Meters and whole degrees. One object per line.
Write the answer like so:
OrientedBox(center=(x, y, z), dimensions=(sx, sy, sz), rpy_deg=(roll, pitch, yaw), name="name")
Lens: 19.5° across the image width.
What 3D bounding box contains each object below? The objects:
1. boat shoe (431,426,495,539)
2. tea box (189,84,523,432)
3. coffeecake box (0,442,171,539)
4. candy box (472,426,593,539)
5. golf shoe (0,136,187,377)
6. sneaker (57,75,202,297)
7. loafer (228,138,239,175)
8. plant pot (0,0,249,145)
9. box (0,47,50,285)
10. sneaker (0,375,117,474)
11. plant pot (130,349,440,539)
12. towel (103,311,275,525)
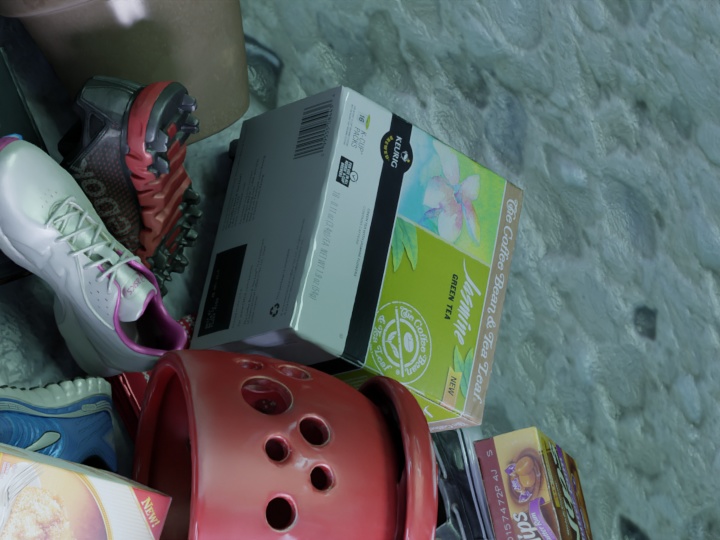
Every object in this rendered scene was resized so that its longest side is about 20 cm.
OrientedBox(center=(0.071, 0.217, 1.672), dimensions=(0.070, 0.072, 0.202), rpy_deg=(0, 66, -27), name="boat shoe")
OrientedBox(center=(0.000, 0.000, 1.595), dimensions=(0.196, 0.133, 0.202), rpy_deg=(27, 64, -35), name="tea box")
OrientedBox(center=(-0.237, 0.187, 1.318), dimensions=(0.199, 0.073, 0.155), rpy_deg=(20, 86, -38), name="coffeecake box")
OrientedBox(center=(0.147, 0.201, 1.684), dimensions=(0.200, 0.056, 0.118), rpy_deg=(37, 39, -70), name="candy box")
OrientedBox(center=(-0.185, -0.010, 1.436), dimensions=(0.075, 0.091, 0.201), rpy_deg=(-53, 128, -32), name="golf shoe")
OrientedBox(center=(-0.169, -0.062, 1.510), dimensions=(0.097, 0.201, 0.071), rpy_deg=(19, 48, 15), name="sneaker")
OrientedBox(center=(-0.024, -0.063, 1.717), dimensions=(0.199, 0.072, 0.064), rpy_deg=(10, 83, -36), name="loafer")
OrientedBox(center=(-0.161, -0.182, 1.556), dimensions=(0.200, 0.199, 0.176), rpy_deg=(-38, 115, -48), name="plant pot")
OrientedBox(center=(-0.299, -0.057, 1.440), dimensions=(0.199, 0.046, 0.160), rpy_deg=(-22, 88, -48), name="box")
OrientedBox(center=(-0.234, 0.126, 1.392), dimensions=(0.199, 0.078, 0.090), rpy_deg=(-7, 73, -47), name="sneaker")
OrientedBox(center=(-0.052, 0.160, 1.422), dimensions=(0.181, 0.201, 0.202), rpy_deg=(6, 64, -17), name="plant pot")
OrientedBox(center=(-0.101, 0.100, 1.581), dimensions=(0.199, 0.022, 0.146), rpy_deg=(-23, 88, -49), name="towel")
